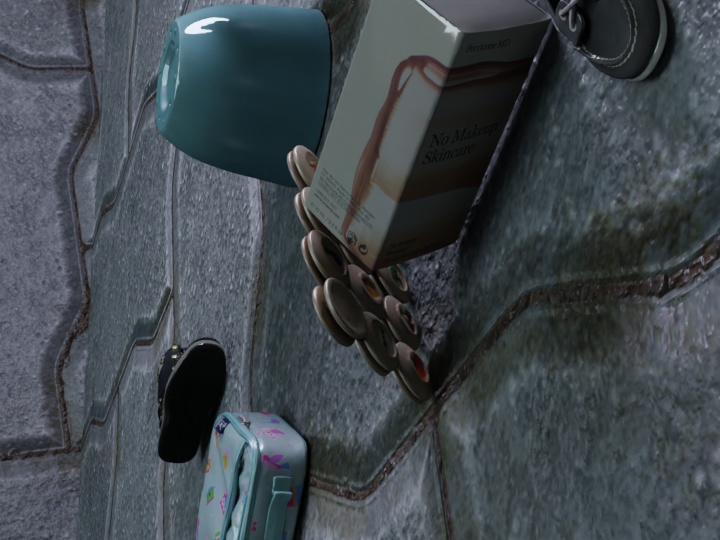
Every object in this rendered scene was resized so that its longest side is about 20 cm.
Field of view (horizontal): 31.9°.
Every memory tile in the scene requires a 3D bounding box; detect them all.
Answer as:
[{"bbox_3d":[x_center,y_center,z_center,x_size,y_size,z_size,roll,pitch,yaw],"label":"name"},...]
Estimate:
[{"bbox_3d":[0.000,0.000,0.994,0.017,0.153,0.201,-31,44,19],"label":"memory tile"}]

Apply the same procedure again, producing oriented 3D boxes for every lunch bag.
[{"bbox_3d":[-0.117,0.250,1.319,0.160,0.076,0.203,-152,70,-70],"label":"lunch bag"}]

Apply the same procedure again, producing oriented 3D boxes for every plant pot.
[{"bbox_3d":[-0.140,-0.203,1.407,0.200,0.159,0.203,-174,90,-71],"label":"plant pot"}]

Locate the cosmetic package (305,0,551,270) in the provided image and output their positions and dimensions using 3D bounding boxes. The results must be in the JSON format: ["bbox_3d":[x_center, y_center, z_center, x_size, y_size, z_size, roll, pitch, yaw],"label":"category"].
[{"bbox_3d":[0.045,-0.111,0.907,0.087,0.103,0.201,43,132,29],"label":"cosmetic package"}]

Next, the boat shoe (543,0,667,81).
[{"bbox_3d":[0.130,-0.185,0.785,0.201,0.056,0.067,-104,28,-45],"label":"boat shoe"}]

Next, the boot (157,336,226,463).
[{"bbox_3d":[-0.236,0.139,1.708,0.154,0.073,0.205,-105,30,-53],"label":"boot"}]
